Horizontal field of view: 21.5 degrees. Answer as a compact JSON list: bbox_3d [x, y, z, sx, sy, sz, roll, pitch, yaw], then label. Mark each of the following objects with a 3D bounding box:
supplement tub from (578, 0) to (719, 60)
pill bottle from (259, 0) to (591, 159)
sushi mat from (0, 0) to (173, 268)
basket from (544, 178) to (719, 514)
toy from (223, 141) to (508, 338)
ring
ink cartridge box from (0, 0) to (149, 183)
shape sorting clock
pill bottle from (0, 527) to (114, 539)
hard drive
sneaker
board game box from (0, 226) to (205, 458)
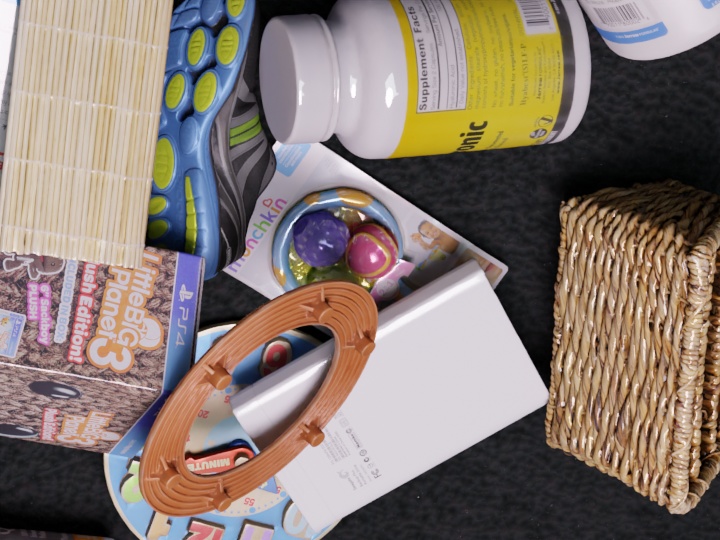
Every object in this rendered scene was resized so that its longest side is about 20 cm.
[{"bbox_3d":[0.168,-0.248,1.217,0.132,0.132,0.200,-35,117,5],"label":"supplement tub"},{"bbox_3d":[0.040,-0.131,1.238,0.199,0.111,0.112,-6,116,-19],"label":"pill bottle"},{"bbox_3d":[-0.169,-0.105,1.171,0.095,0.012,0.201,6,94,-17],"label":"sushi mat"},{"bbox_3d":[0.230,0.049,1.333,0.142,0.149,0.201,-9,109,-33],"label":"basket"},{"bbox_3d":[0.000,0.000,1.340,0.199,0.047,0.115,31,103,-23],"label":"toy"},{"bbox_3d":[-0.061,0.089,1.241,0.200,0.019,0.201,-34,150,-23],"label":"ring"},{"bbox_3d":[-0.211,-0.117,1.230,0.115,0.067,0.201,13,110,-18],"label":"ink cartridge box"},{"bbox_3d":[-0.088,0.132,1.387,0.199,0.039,0.201,-5,115,-10],"label":"shape sorting clock"},{"bbox_3d":[-0.273,0.239,1.353,0.199,0.116,0.117,9,112,-16],"label":"pill bottle"},{"bbox_3d":[0.023,0.091,1.357,0.199,0.027,0.132,-29,123,3],"label":"hard drive"},{"bbox_3d":[-0.098,-0.094,1.270,0.070,0.083,0.201,11,102,28],"label":"sneaker"},{"bbox_3d":[-0.220,0.042,1.240,0.199,0.159,0.097,11,67,-16],"label":"board game box"}]
